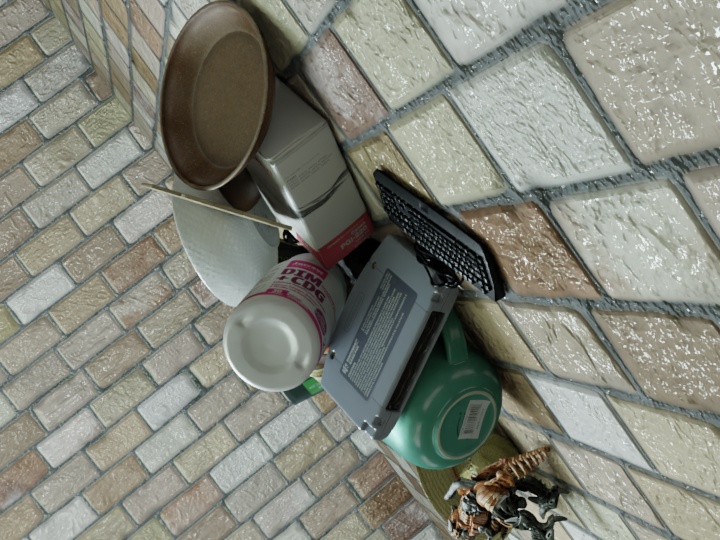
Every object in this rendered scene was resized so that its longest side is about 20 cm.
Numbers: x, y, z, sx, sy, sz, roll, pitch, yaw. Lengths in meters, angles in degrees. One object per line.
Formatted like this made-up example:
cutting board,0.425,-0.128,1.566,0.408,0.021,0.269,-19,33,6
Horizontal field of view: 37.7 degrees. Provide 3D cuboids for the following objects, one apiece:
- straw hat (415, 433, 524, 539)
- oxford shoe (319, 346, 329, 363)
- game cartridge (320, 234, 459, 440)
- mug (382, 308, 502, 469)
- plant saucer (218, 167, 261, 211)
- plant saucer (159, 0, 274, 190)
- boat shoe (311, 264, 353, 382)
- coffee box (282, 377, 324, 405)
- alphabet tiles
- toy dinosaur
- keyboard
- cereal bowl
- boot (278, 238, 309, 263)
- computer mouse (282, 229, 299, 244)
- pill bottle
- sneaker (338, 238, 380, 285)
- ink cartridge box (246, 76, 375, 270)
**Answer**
straw hat,0.173,0.268,1.437,0.085,0.201,0.202,-36,92,38
oxford shoe,0.021,0.122,1.329,0.071,0.198,0.073,-72,-13,-75
game cartridge,0.027,0.069,1.179,0.041,0.201,0.133,14,-162,-34
mug,0.084,0.142,1.217,0.114,0.152,0.186,35,162,49
plant saucer,-0.157,-0.176,1.343,0.200,0.036,0.203,-14,-90,-75
plant saucer,-0.150,-0.187,1.142,0.036,0.202,0.200,2,-148,-43
boat shoe,-0.040,0.057,1.434,0.071,0.201,0.076,7,149,20
coffee box,-0.046,0.096,1.529,0.044,0.122,0.201,53,-159,-25
alphabet tiles,-0.171,-0.076,1.233,0.165,0.006,0.200,17,-179,-18
toy dinosaur,0.181,0.289,1.314,0.135,0.103,0.200,27,151,-3
keyboard,0.069,-0.021,1.039,0.200,0.039,0.105,43,166,50
cereal bowl,-0.167,-0.059,1.420,0.201,0.083,0.201,57,-161,-32
boot,-0.102,-0.002,1.522,0.138,0.198,0.078,-141,50,-72
computer mouse,-0.135,-0.116,1.510,0.201,0.046,0.140,61,-177,-3
pill bottle,-0.082,0.053,1.256,0.114,0.113,0.200,53,-161,-8
sneaker,0.002,-0.002,1.365,0.200,0.060,0.105,38,159,45
ink cartridge box,-0.077,-0.119,1.244,0.146,0.085,0.201,45,170,38
